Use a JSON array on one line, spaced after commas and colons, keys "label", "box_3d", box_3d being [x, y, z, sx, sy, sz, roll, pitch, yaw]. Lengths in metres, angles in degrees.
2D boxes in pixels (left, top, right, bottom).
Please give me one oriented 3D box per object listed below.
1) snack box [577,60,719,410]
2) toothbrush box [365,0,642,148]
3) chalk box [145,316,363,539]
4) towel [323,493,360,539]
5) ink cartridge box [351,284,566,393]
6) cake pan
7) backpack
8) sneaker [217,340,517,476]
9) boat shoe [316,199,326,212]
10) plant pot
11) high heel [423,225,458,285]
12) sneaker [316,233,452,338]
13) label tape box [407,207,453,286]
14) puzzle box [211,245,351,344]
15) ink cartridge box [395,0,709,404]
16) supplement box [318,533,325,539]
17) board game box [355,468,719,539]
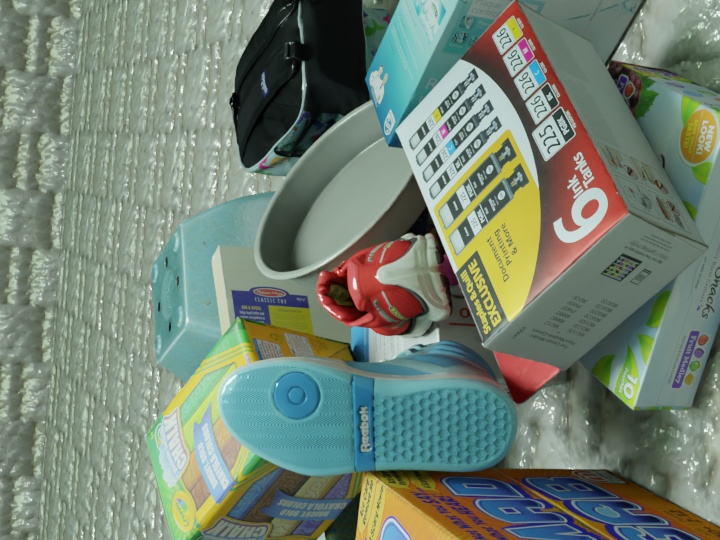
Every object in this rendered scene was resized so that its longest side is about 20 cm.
[{"label": "snack box", "box_3d": [0.195, -0.026, 0.904, 0.142, 0.053, 0.201, 45, 126, 57]}, {"label": "toothbrush box", "box_3d": [0.110, -0.185, 1.013, 0.086, 0.146, 0.200, -107, 33, -40]}, {"label": "chalk box", "box_3d": [-0.090, 0.157, 1.093, 0.200, 0.123, 0.125, -51, 44, 26]}, {"label": "towel", "box_3d": [0.017, 0.200, 1.166, 0.022, 0.146, 0.201, -42, 48, 36]}, {"label": "ink cartridge box", "box_3d": [0.084, 0.063, 1.066, 0.200, 0.115, 0.068, 152, 118, -63]}, {"label": "cake pan", "box_3d": [-0.007, -0.064, 1.126, 0.200, 0.037, 0.201, -35, 30, 24]}, {"label": "backpack", "box_3d": [-0.054, -0.188, 1.378, 0.200, 0.150, 0.178, -41, 47, 49]}, {"label": "sneaker", "box_3d": [0.006, 0.090, 0.929, 0.131, 0.199, 0.080, -68, -15, -79]}, {"label": "boat shoe", "box_3d": [0.000, 0.000, 1.169, 0.200, 0.071, 0.068, -131, 50, -57]}, {"label": "plant pot", "box_3d": [-0.112, 0.032, 1.417, 0.196, 0.199, 0.197, 135, 133, -57]}, {"label": "high heel", "box_3d": [0.113, -0.055, 1.042, 0.200, 0.096, 0.068, 116, 148, -41]}, {"label": "sneaker", "box_3d": [0.009, 0.010, 0.962, 0.200, 0.084, 0.077, 122, 140, -79]}, {"label": "label tape box", "box_3d": [0.061, -0.096, 1.210, 0.143, 0.066, 0.201, 21, 103, 64]}, {"label": "puzzle box", "box_3d": [-0.035, 0.043, 1.238, 0.025, 0.199, 0.134, 123, 144, -48]}, {"label": "ink cartridge box", "box_3d": [0.105, -0.042, 0.887, 0.176, 0.084, 0.201, -46, 44, 29]}, {"label": "supplement box", "box_3d": [-0.009, 0.227, 1.272, 0.103, 0.101, 0.201, 145, 125, -60]}, {"label": "board game box", "box_3d": [0.118, 0.251, 0.856, 0.200, 0.199, 0.201, -159, 74, -65]}]
